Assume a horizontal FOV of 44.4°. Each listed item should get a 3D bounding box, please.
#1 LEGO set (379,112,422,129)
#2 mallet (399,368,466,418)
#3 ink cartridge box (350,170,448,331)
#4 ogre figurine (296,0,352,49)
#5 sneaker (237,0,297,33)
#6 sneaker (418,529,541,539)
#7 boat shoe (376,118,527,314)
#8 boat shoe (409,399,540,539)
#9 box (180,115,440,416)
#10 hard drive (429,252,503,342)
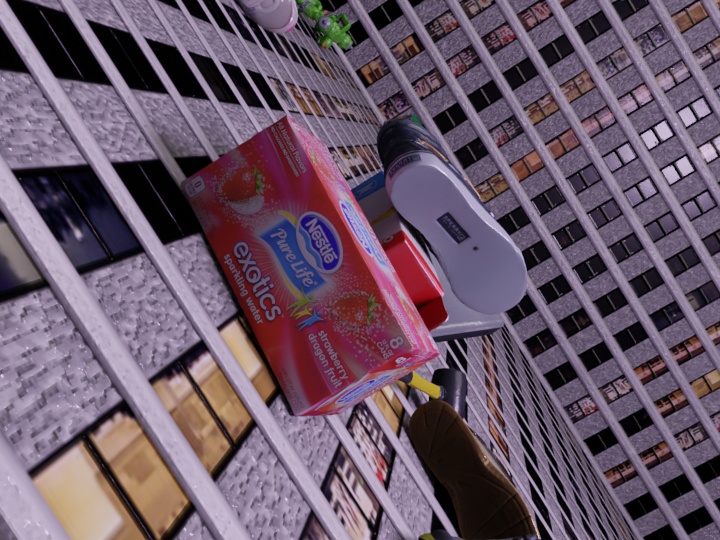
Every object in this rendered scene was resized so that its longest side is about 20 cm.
[{"bbox_3d":[0.119,-0.327,2.415,0.200,0.116,0.154,43,47,-43],"label":"LEGO set"},{"bbox_3d":[0.053,0.122,0.914,0.200,0.041,0.066,25,62,-52],"label":"mallet"},{"bbox_3d":[0.000,0.000,0.780,0.067,0.116,0.200,54,10,-25],"label":"ink cartridge box"},{"bbox_3d":[-0.087,-0.637,2.278,0.120,0.098,0.200,51,-6,31],"label":"ogre figurine"},{"bbox_3d":[-0.178,-0.457,1.393,0.200,0.081,0.088,48,14,-13],"label":"sneaker"},{"bbox_3d":[0.108,0.237,0.704,0.200,0.081,0.074,43,18,-56],"label":"sneaker"},{"bbox_3d":[0.085,-0.050,0.791,0.200,0.071,0.091,50,18,-36],"label":"boat shoe"},{"bbox_3d":[0.121,0.214,0.853,0.200,0.073,0.065,62,16,20],"label":"boat shoe"},{"bbox_3d":[-0.036,-0.001,0.660,0.200,0.100,0.095,62,11,16],"label":"box"},{"bbox_3d":[0.058,0.014,0.972,0.200,0.033,0.140,-4,62,-43],"label":"hard drive"}]
